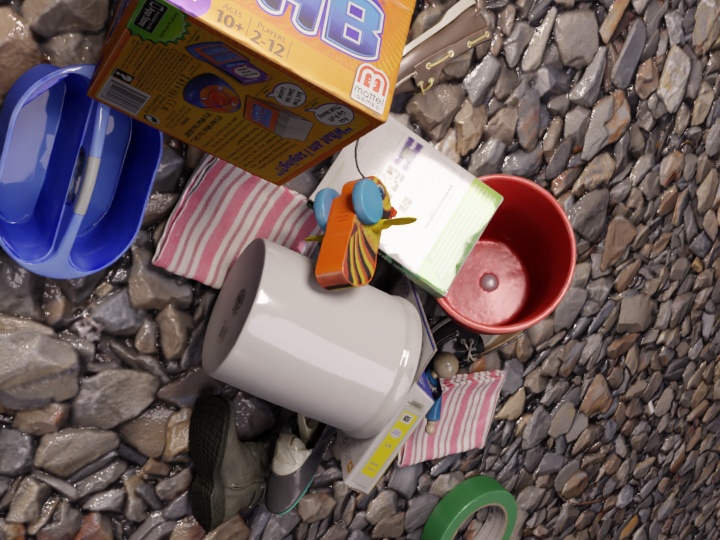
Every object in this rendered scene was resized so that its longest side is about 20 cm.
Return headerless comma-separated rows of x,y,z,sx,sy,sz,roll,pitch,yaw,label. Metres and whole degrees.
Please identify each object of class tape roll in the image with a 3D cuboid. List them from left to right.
0.199,0.475,1.387,0.197,0.048,0.205,-18,122,-29,tape roll

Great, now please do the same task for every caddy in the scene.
-0.268,-0.094,0.710,0.139,0.105,0.204,10,106,-40,caddy

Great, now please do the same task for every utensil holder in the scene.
-0.056,0.074,0.854,0.197,0.170,0.172,26,97,-23,utensil holder

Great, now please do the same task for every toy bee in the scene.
0.009,-0.062,0.824,0.108,0.129,0.203,37,72,-49,toy bee

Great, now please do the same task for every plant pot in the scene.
0.175,-0.002,1.014,0.200,0.200,0.178,-45,167,-8,plant pot

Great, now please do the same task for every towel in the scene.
-0.131,-0.039,0.892,0.198,0.030,0.148,24,98,-42,towel
0.151,0.241,1.234,0.197,0.030,0.149,-2,114,-36,towel

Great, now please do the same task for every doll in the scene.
0.066,0.194,1.117,0.199,0.048,0.137,-41,103,-2,doll

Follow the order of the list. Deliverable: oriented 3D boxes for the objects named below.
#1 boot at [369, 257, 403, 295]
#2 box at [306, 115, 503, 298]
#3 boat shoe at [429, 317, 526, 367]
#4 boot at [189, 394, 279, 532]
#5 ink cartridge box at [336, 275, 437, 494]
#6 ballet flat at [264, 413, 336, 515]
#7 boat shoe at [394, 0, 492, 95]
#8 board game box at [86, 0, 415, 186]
0.000,0.000,0.983,0.136,0.077,0.204,-18,121,-23,boot
0.054,-0.083,0.911,0.198,0.036,0.146,35,79,-1,box
0.175,0.107,1.171,0.197,0.060,0.075,-20,125,-27,boat shoe
-0.157,0.238,1.005,0.129,0.067,0.204,-15,121,-44,boot
0.035,0.128,0.925,0.046,0.199,0.201,29,110,-19,ink cartridge box
-0.077,0.225,1.016,0.201,0.072,0.074,-53,138,-35,ballet flat
0.076,-0.248,0.904,0.199,0.072,0.060,-42,100,-17,boat shoe
-0.087,-0.224,0.645,0.197,0.199,0.204,23,70,-27,board game box
